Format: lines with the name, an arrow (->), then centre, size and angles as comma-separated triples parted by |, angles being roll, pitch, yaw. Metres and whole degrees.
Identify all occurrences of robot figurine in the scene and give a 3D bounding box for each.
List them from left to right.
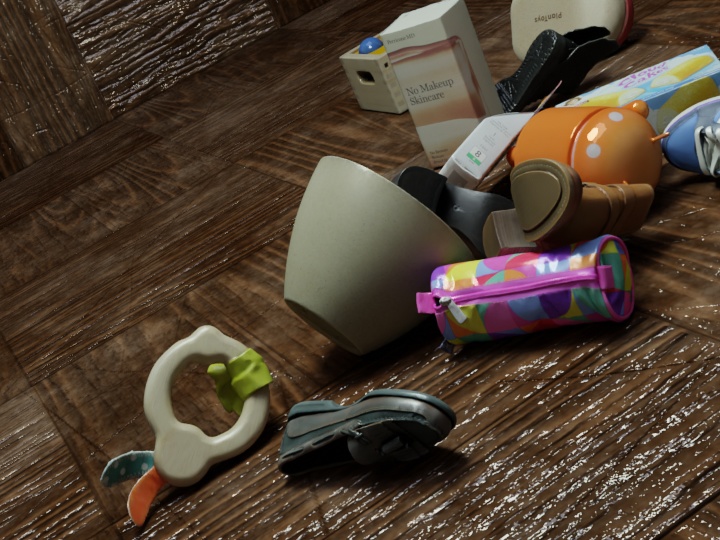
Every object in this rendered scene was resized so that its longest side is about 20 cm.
robot figurine -> 0.247, -0.122, 1.375 | 0.142, 0.119, 0.199 | -9, 11, -30

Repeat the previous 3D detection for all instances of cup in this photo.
cup -> 0.000, 0.000, 1.308 | 0.144, 0.200, 0.199 | -54, 28, -11

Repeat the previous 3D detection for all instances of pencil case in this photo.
pencil case -> 0.157, 0.021, 1.188 | 0.198, 0.089, 0.089 | -12, 24, 33

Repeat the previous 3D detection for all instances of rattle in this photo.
rattle -> -0.179, 0.161, 1.270 | 0.202, 0.129, 0.142 | -61, 20, -14

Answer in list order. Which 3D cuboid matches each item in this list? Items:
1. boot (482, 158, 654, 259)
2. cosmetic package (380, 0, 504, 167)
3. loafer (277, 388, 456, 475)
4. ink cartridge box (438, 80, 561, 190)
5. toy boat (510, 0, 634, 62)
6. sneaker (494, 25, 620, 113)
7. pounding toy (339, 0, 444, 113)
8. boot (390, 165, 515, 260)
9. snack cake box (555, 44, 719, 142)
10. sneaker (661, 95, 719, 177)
boot -> 0.216, -0.058, 1.211 | 0.153, 0.078, 0.200 | -7, -21, -14
cosmetic package -> 0.117, -0.255, 1.724 | 0.102, 0.202, 0.087 | -11, 23, 34
loafer -> 0.002, 0.150, 1.104 | 0.198, 0.072, 0.063 | -13, 42, 48
ink cartridge box -> 0.144, -0.139, 1.504 | 0.200, 0.050, 0.161 | -51, -2, -33
toy boat -> 0.332, -0.379, 1.926 | 0.129, 0.133, 0.198 | -4, 1, -44
sneaker -> 0.264, -0.268, 1.779 | 0.200, 0.103, 0.060 | -51, 46, 28
pounding toy -> 0.087, -0.372, 2.121 | 0.183, 0.144, 0.199 | -32, 21, -17
boot -> 0.099, -0.036, 1.385 | 0.200, 0.186, 0.069 | 133, 158, -77
snack cake box -> 0.337, -0.188, 1.500 | 0.197, 0.068, 0.115 | -21, 22, 12
sneaker -> 0.381, -0.118, 1.259 | 0.197, 0.082, 0.146 | -5, 24, 32
